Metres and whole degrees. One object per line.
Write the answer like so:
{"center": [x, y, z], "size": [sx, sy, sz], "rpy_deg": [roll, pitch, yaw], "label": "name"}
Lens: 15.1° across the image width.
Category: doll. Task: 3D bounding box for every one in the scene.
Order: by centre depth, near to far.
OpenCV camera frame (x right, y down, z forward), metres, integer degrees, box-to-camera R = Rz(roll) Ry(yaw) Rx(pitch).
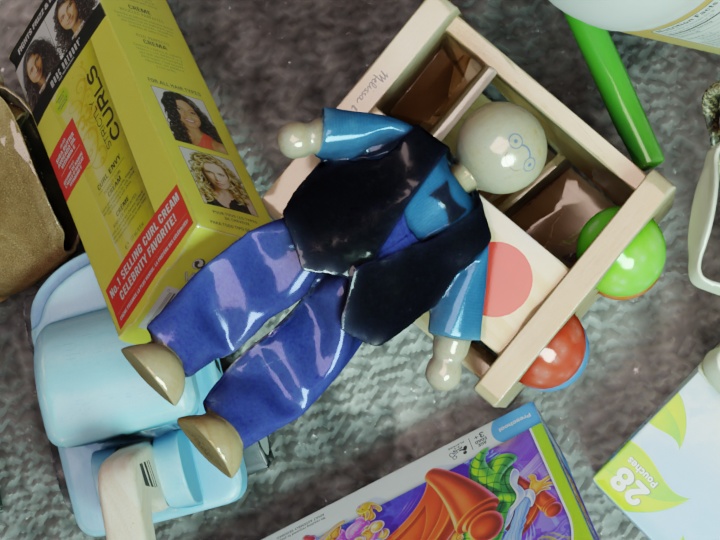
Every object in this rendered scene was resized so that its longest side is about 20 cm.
{"center": [0.000, 0.000, 1.151], "size": [0.200, 0.048, 0.137], "rpy_deg": [-41, 105, -11], "label": "doll"}

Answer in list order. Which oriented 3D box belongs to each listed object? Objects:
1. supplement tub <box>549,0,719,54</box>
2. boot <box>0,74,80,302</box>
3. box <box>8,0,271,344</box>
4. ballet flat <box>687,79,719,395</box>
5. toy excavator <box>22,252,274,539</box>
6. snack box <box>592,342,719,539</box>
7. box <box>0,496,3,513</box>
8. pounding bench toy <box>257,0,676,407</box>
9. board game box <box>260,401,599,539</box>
{"center": [0.153, -0.168, 1.172], "size": [0.144, 0.199, 0.145], "rpy_deg": [-9, 77, 47], "label": "supplement tub"}
{"center": [-0.196, -0.084, 1.293], "size": [0.075, 0.074, 0.201], "rpy_deg": [-26, 94, 27], "label": "boot"}
{"center": [-0.101, -0.055, 1.236], "size": [0.075, 0.050, 0.200], "rpy_deg": [-53, 43, 28], "label": "box"}
{"center": [0.177, 0.010, 1.189], "size": [0.075, 0.068, 0.201], "rpy_deg": [-2, 81, -30], "label": "ballet flat"}
{"center": [-0.103, 0.082, 1.218], "size": [0.099, 0.200, 0.195], "rpy_deg": [-14, 86, 6], "label": "toy excavator"}
{"center": [0.234, 0.084, 1.248], "size": [0.169, 0.068, 0.200], "rpy_deg": [44, 93, 6], "label": "snack box"}
{"center": [-0.292, 0.049, 1.320], "size": [0.192, 0.048, 0.201], "rpy_deg": [-17, 85, 3], "label": "box"}
{"center": [0.082, -0.053, 1.242], "size": [0.156, 0.124, 0.200], "rpy_deg": [39, 92, 7], "label": "pounding bench toy"}
{"center": [0.016, 0.158, 1.238], "size": [0.199, 0.135, 0.045], "rpy_deg": [-27, 126, 4], "label": "board game box"}
